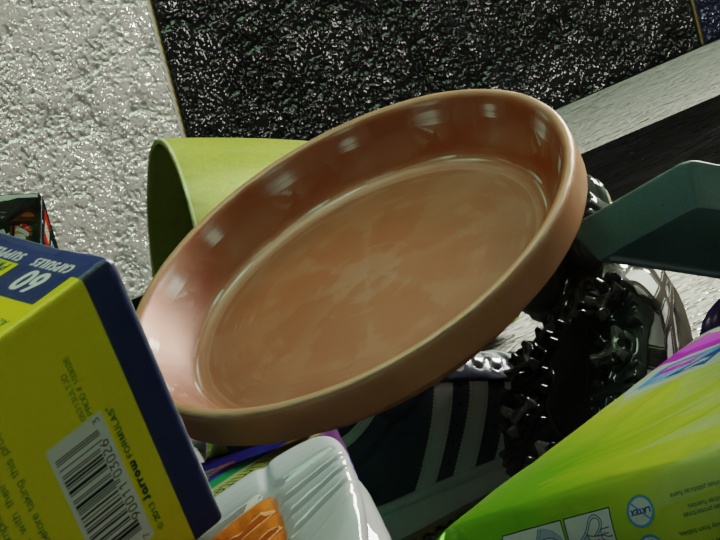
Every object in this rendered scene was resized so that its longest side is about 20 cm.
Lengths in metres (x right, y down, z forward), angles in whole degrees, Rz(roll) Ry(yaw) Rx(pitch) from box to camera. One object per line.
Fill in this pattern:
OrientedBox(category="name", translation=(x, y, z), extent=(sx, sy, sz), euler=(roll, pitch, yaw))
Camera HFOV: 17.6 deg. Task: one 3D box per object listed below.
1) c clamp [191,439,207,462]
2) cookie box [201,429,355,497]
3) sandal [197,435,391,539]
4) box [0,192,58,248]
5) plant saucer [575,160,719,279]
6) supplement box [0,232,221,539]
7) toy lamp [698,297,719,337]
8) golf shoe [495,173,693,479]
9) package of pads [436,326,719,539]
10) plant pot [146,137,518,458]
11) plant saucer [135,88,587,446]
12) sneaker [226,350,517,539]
OrientedBox(category="c clamp", translation=(-0.167, 0.078, 1.063), extent=(0.198, 0.027, 0.171), euler=(-1, 13, -9))
OrientedBox(category="cookie box", translation=(-0.112, 0.141, 0.896), extent=(0.199, 0.076, 0.171), euler=(-19, 8, 40))
OrientedBox(category="sandal", translation=(-0.014, 0.130, 0.748), extent=(0.079, 0.059, 0.207), euler=(-32, 27, 5))
OrientedBox(category="box", translation=(-0.179, 0.036, 0.919), extent=(0.136, 0.038, 0.200), euler=(-2, -27, 0))
OrientedBox(category="plant saucer", translation=(0.179, -0.012, 0.936), extent=(0.199, 0.019, 0.070), euler=(8, -27, -37))
OrientedBox(category="supplement box", translation=(-0.163, 0.084, 0.743), extent=(0.200, 0.110, 0.108), euler=(-39, 32, -30))
OrientedBox(category="toy lamp", translation=(0.160, -0.002, 0.846), extent=(0.058, 0.058, 0.200), euler=(-24, -20, -6))
OrientedBox(category="golf shoe", translation=(0.107, 0.042, 0.943), extent=(0.078, 0.094, 0.201), euler=(-36, 27, 26))
OrientedBox(category="package of pads", translation=(0.138, 0.056, 0.704), extent=(0.154, 0.069, 0.200), euler=(-21, 6, 37))
OrientedBox(category="plant pot", translation=(-0.011, 0.002, 1.372), extent=(0.199, 0.189, 0.187), euler=(-9, 2, -14))
OrientedBox(category="plant saucer", translation=(0.000, 0.000, 0.930), extent=(0.199, 0.032, 0.201), euler=(-22, 30, 14))
OrientedBox(category="sneaker", translation=(0.028, 0.048, 1.002), extent=(0.199, 0.109, 0.070), euler=(-26, 7, -22))
